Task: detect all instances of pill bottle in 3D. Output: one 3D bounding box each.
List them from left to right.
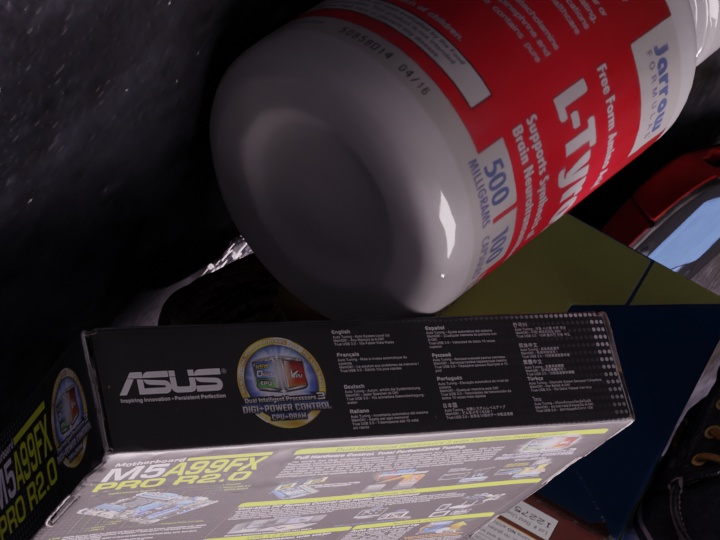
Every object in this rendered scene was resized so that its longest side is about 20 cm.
[{"bbox_3d":[0.049,-0.072,0.803,0.200,0.112,0.112,-37,156,-36],"label":"pill bottle"}]

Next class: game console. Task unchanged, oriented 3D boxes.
[{"bbox_3d":[0.168,-0.006,1.276,0.177,0.031,0.200,-51,161,27],"label":"game console"}]

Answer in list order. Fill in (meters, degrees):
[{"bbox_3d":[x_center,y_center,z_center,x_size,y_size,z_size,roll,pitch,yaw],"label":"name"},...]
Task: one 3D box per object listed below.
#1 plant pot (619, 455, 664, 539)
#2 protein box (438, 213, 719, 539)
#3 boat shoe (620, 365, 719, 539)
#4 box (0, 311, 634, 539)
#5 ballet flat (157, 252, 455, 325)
[{"bbox_3d":[0.176,0.222,1.070,0.201,0.184,0.200,-59,173,-12],"label":"plant pot"},{"bbox_3d":[0.051,0.103,1.023,0.199,0.135,0.200,-51,168,-52],"label":"protein box"},{"bbox_3d":[0.161,0.085,0.945,0.200,0.071,0.091,-57,172,-74],"label":"boat shoe"},{"bbox_3d":[-0.028,0.068,0.783,0.199,0.044,0.160,-2,155,-28],"label":"box"},{"bbox_3d":[0.000,0.000,0.890,0.046,0.068,0.200,-16,-175,43],"label":"ballet flat"}]
